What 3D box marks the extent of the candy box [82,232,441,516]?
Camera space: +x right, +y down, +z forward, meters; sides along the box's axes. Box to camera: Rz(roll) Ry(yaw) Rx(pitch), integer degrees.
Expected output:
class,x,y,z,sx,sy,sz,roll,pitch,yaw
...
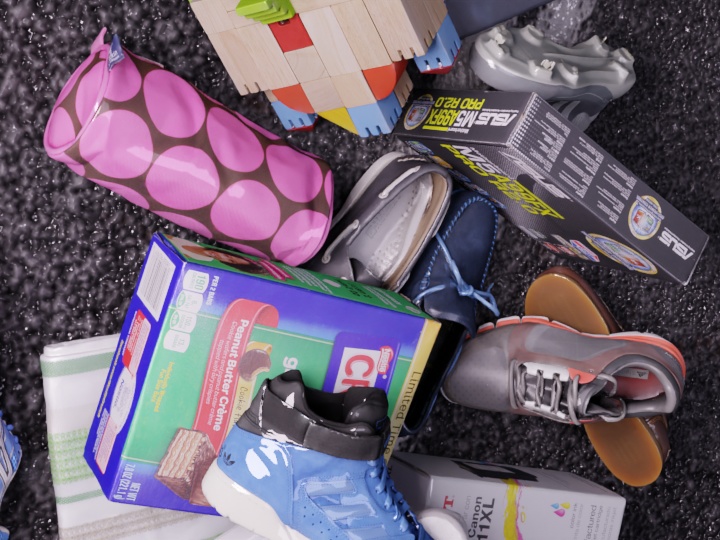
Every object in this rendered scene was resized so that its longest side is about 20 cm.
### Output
class,x,y,z,sx,sy,sz,roll,pitch,yaw
candy box,-0.067,0.082,0.907,0.198,0.077,0.171,13,103,-30

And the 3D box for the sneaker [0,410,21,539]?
class,x,y,z,sx,sy,sz,roll,pitch,yaw
sneaker,-0.265,0.098,0.857,0.077,0.075,0.203,-2,99,-51

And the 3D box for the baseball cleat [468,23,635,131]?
class,x,y,z,sx,sy,sz,roll,pitch,yaw
baseball cleat,0.136,-0.130,1.003,0.198,0.070,0.107,-4,140,-47

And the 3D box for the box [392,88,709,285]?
class,x,y,z,sx,sy,sz,roll,pitch,yaw
box,0.141,-0.065,0.997,0.199,0.160,0.045,33,82,-29

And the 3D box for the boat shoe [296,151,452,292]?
class,x,y,z,sx,sy,sz,roll,pitch,yaw
boat shoe,0.000,0.000,0.985,0.074,0.060,0.201,43,77,-29

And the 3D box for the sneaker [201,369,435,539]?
class,x,y,z,sx,sy,sz,roll,pitch,yaw
sneaker,0.008,0.140,0.854,0.198,0.077,0.112,29,99,-4

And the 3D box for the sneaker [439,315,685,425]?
class,x,y,z,sx,sy,sz,roll,pitch,yaw
sneaker,0.157,0.083,1.031,0.197,0.082,0.078,-3,107,7

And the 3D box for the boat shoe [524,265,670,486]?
class,x,y,z,sx,sy,sz,roll,pitch,yaw
boat shoe,0.200,0.082,1.110,0.202,0.070,0.070,63,32,-13

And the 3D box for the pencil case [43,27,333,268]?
class,x,y,z,sx,sy,sz,roll,pitch,yaw
pencil case,-0.110,-0.080,0.902,0.199,0.090,0.095,30,48,-31

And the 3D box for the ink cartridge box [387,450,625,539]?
class,x,y,z,sx,sy,sz,roll,pitch,yaw
ink cartridge box,0.101,0.234,1.064,0.198,0.083,0.148,11,92,-30

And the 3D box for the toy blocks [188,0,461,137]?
class,x,y,z,sx,sy,sz,roll,pitch,yaw
toy blocks,-0.015,-0.151,0.891,0.138,0.198,0.101,60,39,-32

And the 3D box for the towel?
class,x,y,z,sx,sy,sz,roll,pitch,yaw
towel,-0.149,0.139,0.947,0.147,0.031,0.203,-9,104,-26

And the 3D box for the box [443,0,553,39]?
class,x,y,z,sx,sy,sz,roll,pitch,yaw
box,0.081,-0.262,0.965,0.198,0.107,0.150,-26,110,-23

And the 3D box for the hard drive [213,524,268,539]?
class,x,y,z,sx,sy,sz,roll,pitch,yaw
hard drive,-0.077,0.286,0.990,0.131,0.027,0.202,-31,119,-22

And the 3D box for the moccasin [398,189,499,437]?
class,x,y,z,sx,sy,sz,roll,pitch,yaw
moccasin,0.067,0.037,1.024,0.080,0.068,0.203,20,87,-30

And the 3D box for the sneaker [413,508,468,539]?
class,x,y,z,sx,sy,sz,roll,pitch,yaw
sneaker,-0.010,0.228,0.950,0.198,0.088,0.076,-25,90,5
